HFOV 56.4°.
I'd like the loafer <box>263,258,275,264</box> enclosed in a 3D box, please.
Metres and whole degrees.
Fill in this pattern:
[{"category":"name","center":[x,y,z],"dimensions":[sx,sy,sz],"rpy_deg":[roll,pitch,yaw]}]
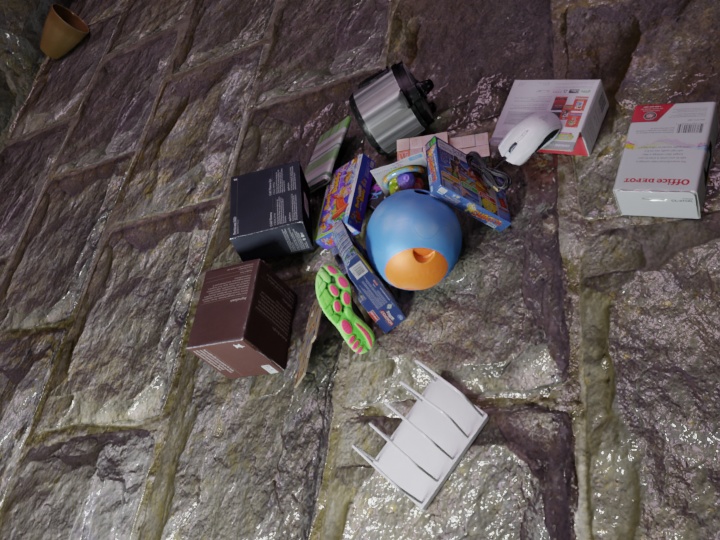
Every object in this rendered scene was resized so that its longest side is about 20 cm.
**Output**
[{"category":"loafer","center":[-0.225,-0.110,1.707],"dimensions":[0.066,0.076,0.204],"rpy_deg":[-23,49,27]}]

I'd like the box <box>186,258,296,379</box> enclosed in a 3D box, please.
[{"category":"box","center":[-0.263,0.112,1.518],"dimensions":[0.161,0.166,0.204],"rpy_deg":[-11,53,26]}]

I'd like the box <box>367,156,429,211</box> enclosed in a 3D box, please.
[{"category":"box","center":[0.109,-0.206,1.579],"dimensions":[0.201,0.036,0.142],"rpy_deg":[-48,47,-6]}]

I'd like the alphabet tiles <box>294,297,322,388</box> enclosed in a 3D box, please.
[{"category":"alphabet tiles","center":[-0.107,0.140,1.426],"dimensions":[0.168,0.007,0.204],"rpy_deg":[123,161,-59]}]

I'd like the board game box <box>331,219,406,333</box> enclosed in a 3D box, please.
[{"category":"board game box","center":[0.000,0.000,1.430],"dimensions":[0.061,0.201,0.201],"rpy_deg":[-34,32,5]}]

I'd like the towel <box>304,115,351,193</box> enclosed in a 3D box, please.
[{"category":"towel","center":[-0.089,-0.294,1.747],"dimensions":[0.148,0.030,0.204],"rpy_deg":[-19,45,52]}]

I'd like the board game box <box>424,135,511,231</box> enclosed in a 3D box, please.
[{"category":"board game box","center":[0.220,-0.177,1.374],"dimensions":[0.034,0.197,0.138],"rpy_deg":[-38,40,40]}]

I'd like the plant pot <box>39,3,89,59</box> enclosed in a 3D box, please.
[{"category":"plant pot","center":[-1.399,-1.095,3.123],"dimensions":[0.200,0.185,0.188],"rpy_deg":[-44,44,18]}]

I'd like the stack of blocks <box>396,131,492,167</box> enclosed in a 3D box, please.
[{"category":"stack of blocks","center":[0.186,-0.245,1.465],"dimensions":[0.195,0.115,0.060],"rpy_deg":[-6,67,14]}]

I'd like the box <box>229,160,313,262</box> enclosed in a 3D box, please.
[{"category":"box","center":[-0.214,-0.141,1.618],"dimensions":[0.177,0.105,0.204],"rpy_deg":[-11,53,6]}]

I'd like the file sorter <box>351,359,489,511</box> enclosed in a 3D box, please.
[{"category":"file sorter","center":[0.103,0.282,1.185],"dimensions":[0.138,0.125,0.201],"rpy_deg":[31,79,42]}]

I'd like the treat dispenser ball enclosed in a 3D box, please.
[{"category":"treat dispenser ball","center":[0.108,-0.062,1.365],"dimensions":[0.197,0.201,0.205],"rpy_deg":[-17,51,23]}]

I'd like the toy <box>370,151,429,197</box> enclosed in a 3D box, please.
[{"category":"toy","center":[0.100,-0.178,1.423],"dimensions":[0.113,0.200,0.048],"rpy_deg":[-19,76,10]}]

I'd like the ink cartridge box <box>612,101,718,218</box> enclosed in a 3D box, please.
[{"category":"ink cartridge box","center":[0.564,-0.203,1.237],"dimensions":[0.143,0.083,0.204],"rpy_deg":[7,64,36]}]

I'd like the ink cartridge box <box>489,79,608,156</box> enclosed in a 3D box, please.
[{"category":"ink cartridge box","center":[0.396,-0.308,1.422],"dimensions":[0.197,0.084,0.179],"rpy_deg":[13,70,39]}]

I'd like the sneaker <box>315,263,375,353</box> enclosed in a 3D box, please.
[{"category":"sneaker","center":[-0.040,0.080,1.381],"dimensions":[0.076,0.203,0.084],"rpy_deg":[-28,17,-10]}]

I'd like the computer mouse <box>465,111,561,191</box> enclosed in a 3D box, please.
[{"category":"computer mouse","center":[0.314,-0.254,1.342],"dimensions":[0.199,0.044,0.110],"rpy_deg":[-42,63,1]}]

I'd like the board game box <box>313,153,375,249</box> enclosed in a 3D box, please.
[{"category":"board game box","center":[-0.038,-0.165,1.613],"dimensions":[0.133,0.044,0.204],"rpy_deg":[-24,46,46]}]

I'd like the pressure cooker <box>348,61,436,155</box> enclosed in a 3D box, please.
[{"category":"pressure cooker","center":[0.091,-0.401,1.629],"dimensions":[0.197,0.178,0.179],"rpy_deg":[-29,52,17]}]
